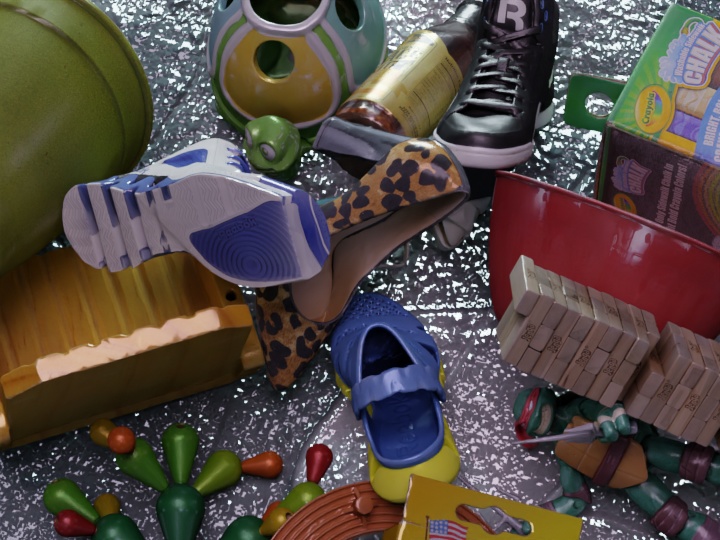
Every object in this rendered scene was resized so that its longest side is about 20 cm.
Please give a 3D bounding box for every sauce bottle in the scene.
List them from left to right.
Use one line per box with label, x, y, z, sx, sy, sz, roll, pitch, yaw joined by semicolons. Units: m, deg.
sauce bottle;0.047;-0.142;1.595;0.066;0.066;0.200;25;44;15

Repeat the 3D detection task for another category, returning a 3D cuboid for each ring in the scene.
ring;0.021;0.238;1.420;0.200;0.019;0.201;4;73;-12

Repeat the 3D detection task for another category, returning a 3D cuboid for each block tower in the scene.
block tower;0.181;0.061;1.383;0.199;0.058;0.054;25;21;-12

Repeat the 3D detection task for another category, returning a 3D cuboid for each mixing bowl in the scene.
mixing bowl;0.166;0.017;1.480;0.200;0.200;0.109;22;91;14

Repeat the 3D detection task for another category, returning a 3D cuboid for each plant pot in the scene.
plant pot;-0.274;-0.079;1.501;0.200;0.201;0.193;15;42;11

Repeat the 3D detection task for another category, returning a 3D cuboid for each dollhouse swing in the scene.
dollhouse swing;-0.181;0.021;1.478;0.199;0.176;0.182;-16;63;-12

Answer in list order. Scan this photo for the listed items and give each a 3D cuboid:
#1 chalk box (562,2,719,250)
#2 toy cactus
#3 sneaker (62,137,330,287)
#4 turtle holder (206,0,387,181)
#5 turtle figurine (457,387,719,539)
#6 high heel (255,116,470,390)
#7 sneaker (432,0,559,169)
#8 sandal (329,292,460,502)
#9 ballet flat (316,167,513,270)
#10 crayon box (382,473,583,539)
chalk box;0.245;-0.097;1.546;0.199;0.125;0.124;25;62;14
toy cactus;-0.120;0.183;1.462;0.199;0.102;0.166;2;73;-4
sneaker;-0.096;-0.050;1.459;0.199;0.081;0.115;5;26;35
turtle holder;-0.059;-0.161;1.599;0.141;0.132;0.186;32;69;18
turtle figurine;0.168;0.128;1.446;0.199;0.150;0.101;23;49;6
high heel;0.000;0.000;1.466;0.142;0.071;0.201;20;95;45
sneaker;0.098;-0.147;1.536;0.073;0.112;0.200;7;19;12
sandal;0.021;0.068;1.477;0.079;0.087;0.200;-18;33;-4
ballet flat;0.036;-0.040;1.575;0.199;0.073;0.073;-18;63;-12
crayon box;0.065;0.246;1.392;0.127;0.051;0.201;16;73;-9
